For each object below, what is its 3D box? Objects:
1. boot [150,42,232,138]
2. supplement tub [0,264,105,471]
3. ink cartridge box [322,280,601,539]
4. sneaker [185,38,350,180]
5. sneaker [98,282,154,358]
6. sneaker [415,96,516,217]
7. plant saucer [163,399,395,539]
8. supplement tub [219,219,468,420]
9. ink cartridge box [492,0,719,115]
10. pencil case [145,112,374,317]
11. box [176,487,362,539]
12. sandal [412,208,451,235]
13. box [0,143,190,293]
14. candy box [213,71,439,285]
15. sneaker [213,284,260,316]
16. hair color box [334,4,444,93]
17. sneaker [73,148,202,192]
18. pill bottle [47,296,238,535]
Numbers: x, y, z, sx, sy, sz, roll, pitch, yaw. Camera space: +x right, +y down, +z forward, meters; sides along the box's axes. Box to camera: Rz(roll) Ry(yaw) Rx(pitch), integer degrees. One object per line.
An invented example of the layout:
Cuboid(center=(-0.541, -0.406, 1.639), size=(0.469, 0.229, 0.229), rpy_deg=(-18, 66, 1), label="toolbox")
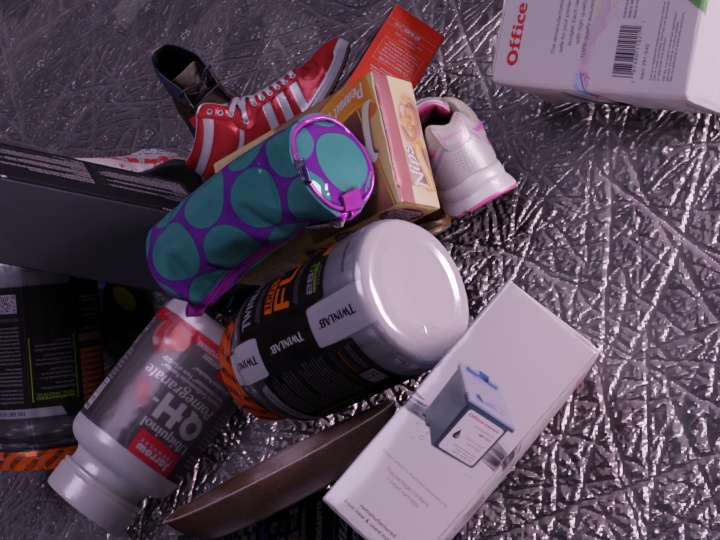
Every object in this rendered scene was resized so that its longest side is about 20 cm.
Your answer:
Cuboid(center=(-0.165, -0.169, 1.429), size=(0.075, 0.097, 0.200), rpy_deg=(-43, 42, -1), label="boot")
Cuboid(center=(-0.304, 0.082, 1.267), size=(0.122, 0.122, 0.201), rpy_deg=(-3, 91, 36), label="supplement tub")
Cuboid(center=(0.074, 0.119, 0.968), size=(0.086, 0.146, 0.200), rpy_deg=(38, 84, 12), label="ink cartridge box")
Cuboid(center=(-0.098, -0.167, 1.346), size=(0.201, 0.112, 0.071), rpy_deg=(-60, 3, -8), label="sneaker")
Cuboid(center=(-0.263, 0.026, 1.382), size=(0.078, 0.066, 0.201), rpy_deg=(-39, 41, 21), label="sneaker")
Cuboid(center=(0.068, -0.114, 1.180), size=(0.081, 0.089, 0.200), rpy_deg=(-29, 20, -12), label="sneaker")
Cuboid(center=(-0.055, 0.158, 1.036), size=(0.200, 0.200, 0.032), rpy_deg=(-29, 87, 16), label="plant saucer")
Cuboid(center=(-0.020, 0.048, 1.095), size=(0.200, 0.122, 0.123), rpy_deg=(-28, 42, 41), label="supplement tub")
Cuboid(center=(0.223, -0.216, 1.138), size=(0.199, 0.084, 0.146), rpy_deg=(13, 93, 43), label="ink cartridge box")
Cuboid(center=(-0.085, -0.044, 1.091), size=(0.200, 0.085, 0.093), rpy_deg=(-31, 72, 37), label="pencil case")
Cuboid(center=(-0.075, 0.282, 1.040), size=(0.158, 0.046, 0.201), rpy_deg=(-22, 47, 24), label="box")
Cuboid(center=(0.000, 0.000, 1.195), size=(0.199, 0.054, 0.080), rpy_deg=(-29, 11, 21), label="sandal")
Cuboid(center=(-0.246, -0.047, 1.204), size=(0.141, 0.199, 0.079), rpy_deg=(38, 114, 63), label="box")
Cuboid(center=(-0.034, -0.072, 1.141), size=(0.199, 0.055, 0.116), rpy_deg=(-24, 71, 37), label="candy box")
Cuboid(center=(-0.143, -0.010, 1.307), size=(0.200, 0.073, 0.113), rpy_deg=(-10, 78, 56), label="sneaker")
Cuboid(center=(-0.004, -0.144, 1.280), size=(0.201, 0.061, 0.101), rpy_deg=(-61, 8, -17), label="hair color box")
Cuboid(center=(-0.266, -0.088, 1.399), size=(0.200, 0.068, 0.108), rpy_deg=(-4, 10, -9), label="sneaker")
Cuboid(center=(-0.185, 0.131, 1.197), size=(0.111, 0.111, 0.200), rpy_deg=(27, 76, 46), label="pill bottle")
